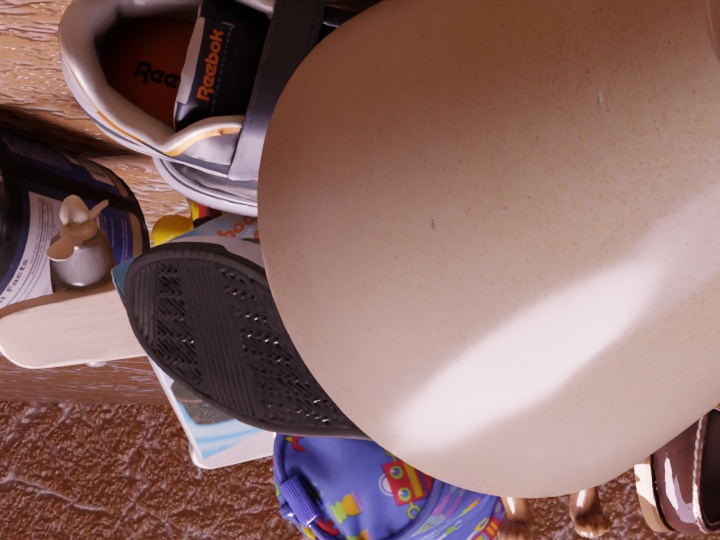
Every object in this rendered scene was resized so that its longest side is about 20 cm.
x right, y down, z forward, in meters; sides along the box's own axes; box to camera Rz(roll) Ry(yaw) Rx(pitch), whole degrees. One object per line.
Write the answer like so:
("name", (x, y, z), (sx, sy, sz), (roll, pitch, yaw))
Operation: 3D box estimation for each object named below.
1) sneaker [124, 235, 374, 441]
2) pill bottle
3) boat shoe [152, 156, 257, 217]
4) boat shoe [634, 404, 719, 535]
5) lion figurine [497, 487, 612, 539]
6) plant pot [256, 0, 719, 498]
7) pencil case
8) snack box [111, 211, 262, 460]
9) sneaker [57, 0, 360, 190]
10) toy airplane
("sneaker", (0.017, 0.010, 0.921), (0.200, 0.084, 0.121), (12, -155, 28))
("pill bottle", (-0.203, -0.021, 1.211), (0.112, 0.112, 0.200), (0, 172, 26))
("boat shoe", (0.009, -0.059, 0.938), (0.199, 0.074, 0.068), (2, 176, 9))
("boat shoe", (0.162, 0.026, 1.046), (0.070, 0.201, 0.070), (7, -164, 27))
("lion figurine", (0.094, 0.049, 1.103), (0.072, 0.123, 0.200), (-5, -160, 9))
("plant pot", (0.092, -0.041, 0.742), (0.187, 0.188, 0.200), (7, 159, -25))
("pencil case", (0.016, 0.099, 1.094), (0.087, 0.078, 0.200), (-36, 165, 5))
("snack box", (0.000, 0.000, 1.023), (0.200, 0.037, 0.116), (-26, 144, -5))
("sneaker", (-0.021, -0.062, 0.868), (0.199, 0.079, 0.079), (9, 170, 15))
("toy airplane", (-0.050, -0.001, 1.140), (0.200, 0.141, 0.199), (23, 123, -39))
